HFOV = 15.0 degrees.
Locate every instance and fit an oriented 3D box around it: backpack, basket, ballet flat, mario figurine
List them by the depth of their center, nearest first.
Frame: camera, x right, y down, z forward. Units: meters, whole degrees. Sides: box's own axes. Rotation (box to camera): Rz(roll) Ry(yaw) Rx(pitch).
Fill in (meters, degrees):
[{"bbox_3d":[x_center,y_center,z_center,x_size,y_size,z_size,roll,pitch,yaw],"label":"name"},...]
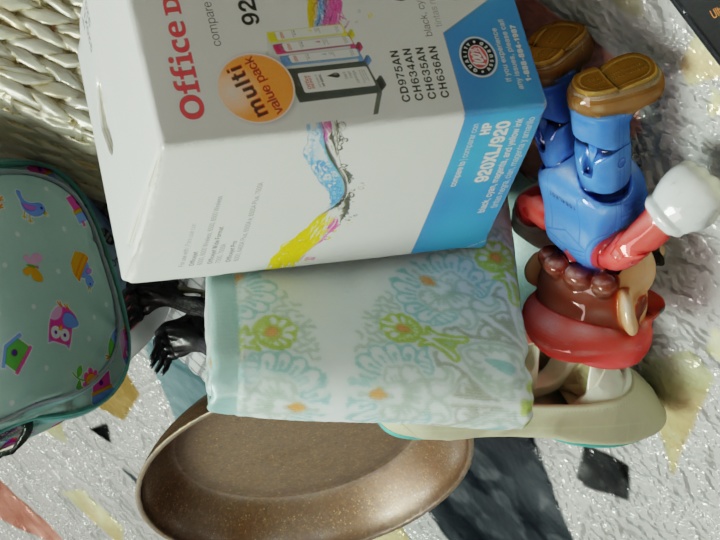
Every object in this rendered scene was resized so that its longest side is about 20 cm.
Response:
[{"bbox_3d":[0.134,-0.038,1.457,0.124,0.106,0.200,-98,2,-53],"label":"mario figurine"},{"bbox_3d":[0.099,0.062,1.527,0.069,0.200,0.070,2,92,56],"label":"ballet flat"},{"bbox_3d":[-0.223,0.021,1.561,0.153,0.200,0.176,-20,89,35],"label":"backpack"},{"bbox_3d":[-0.174,-0.128,1.602,0.200,0.124,0.136,22,164,4],"label":"basket"}]

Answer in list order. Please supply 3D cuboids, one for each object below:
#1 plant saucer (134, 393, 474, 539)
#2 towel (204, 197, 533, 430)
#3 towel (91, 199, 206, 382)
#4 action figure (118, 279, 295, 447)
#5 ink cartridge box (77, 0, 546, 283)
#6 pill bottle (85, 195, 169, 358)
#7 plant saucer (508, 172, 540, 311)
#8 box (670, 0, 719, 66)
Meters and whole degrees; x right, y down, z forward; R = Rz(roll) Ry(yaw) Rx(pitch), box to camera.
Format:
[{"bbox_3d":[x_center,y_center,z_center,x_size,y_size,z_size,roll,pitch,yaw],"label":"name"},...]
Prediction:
[{"bbox_3d":[-0.034,0.105,1.597,0.201,0.200,0.037,98,164,-55],"label":"plant saucer"},{"bbox_3d":[0.000,0.000,1.465,0.171,0.200,0.048,1,137,-5],"label":"towel"},{"bbox_3d":[-0.103,-0.033,1.753,0.166,0.086,0.200,40,149,9],"label":"towel"},{"bbox_3d":[-0.040,0.047,1.625,0.199,0.102,0.119,5,144,24],"label":"action figure"},{"bbox_3d":[-0.032,-0.097,1.402,0.145,0.199,0.148,112,147,-59],"label":"ink cartridge box"},{"bbox_3d":[-0.218,-0.021,1.716,0.200,0.109,0.109,53,151,-14],"label":"pill bottle"},{"bbox_3d":[0.064,0.007,1.618,0.201,0.039,0.201,34,149,24],"label":"plant saucer"},{"bbox_3d":[0.230,-0.125,1.220,0.199,0.050,0.200,50,151,-8],"label":"box"}]
